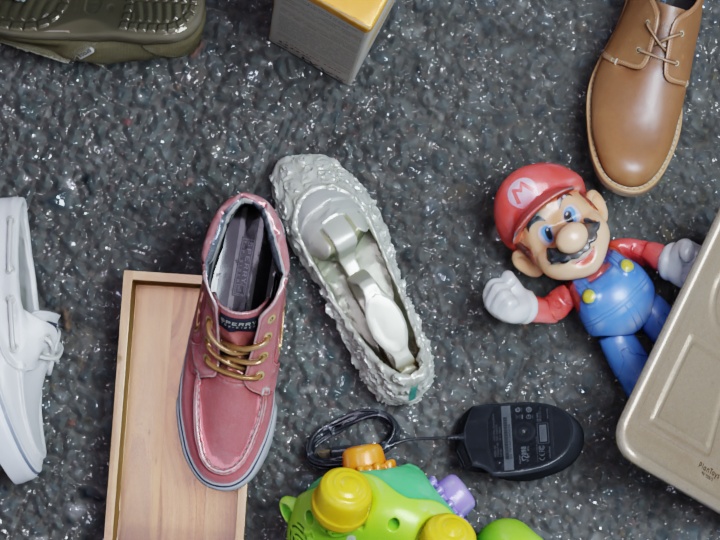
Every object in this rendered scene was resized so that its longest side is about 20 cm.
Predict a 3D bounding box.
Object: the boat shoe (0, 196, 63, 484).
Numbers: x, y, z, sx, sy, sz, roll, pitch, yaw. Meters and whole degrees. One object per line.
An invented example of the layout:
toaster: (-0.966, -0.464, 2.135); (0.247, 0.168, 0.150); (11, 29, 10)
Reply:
boat shoe: (-0.241, 0.045, 1.403); (0.065, 0.074, 0.202); (-14, 85, 2)

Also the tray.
tray: (-0.125, 0.105, 1.418); (0.098, 0.037, 0.202); (4, 85, -1)

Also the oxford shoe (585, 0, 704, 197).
oxford shoe: (0.204, -0.151, 1.416); (0.071, 0.071, 0.202); (13, 74, 0)

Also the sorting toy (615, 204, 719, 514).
sorting toy: (0.265, 0.066, 1.388); (0.184, 0.036, 0.202); (30, 80, -37)

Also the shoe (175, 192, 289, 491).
shoe: (-0.087, 0.048, 1.361); (0.071, 0.091, 0.202); (7, 84, 0)

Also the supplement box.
supplement box: (-0.003, -0.214, 1.371); (0.073, 0.200, 0.127); (28, 83, -1)

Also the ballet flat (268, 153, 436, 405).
ballet flat: (0.000, 0.000, 1.417); (0.071, 0.072, 0.201); (-28, 84, -4)

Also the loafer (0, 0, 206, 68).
loafer: (-0.201, -0.180, 1.432); (0.198, 0.068, 0.077); (11, 67, 17)

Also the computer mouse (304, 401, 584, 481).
computer mouse: (0.059, 0.125, 1.422); (0.198, 0.034, 0.059); (-1, 60, 6)

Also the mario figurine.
mario figurine: (0.167, 0.011, 1.394); (0.200, 0.106, 0.123); (50, 51, -3)

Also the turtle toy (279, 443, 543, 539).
turtle toy: (0.038, 0.191, 1.370); (0.198, 0.146, 0.101); (22, 42, 2)
